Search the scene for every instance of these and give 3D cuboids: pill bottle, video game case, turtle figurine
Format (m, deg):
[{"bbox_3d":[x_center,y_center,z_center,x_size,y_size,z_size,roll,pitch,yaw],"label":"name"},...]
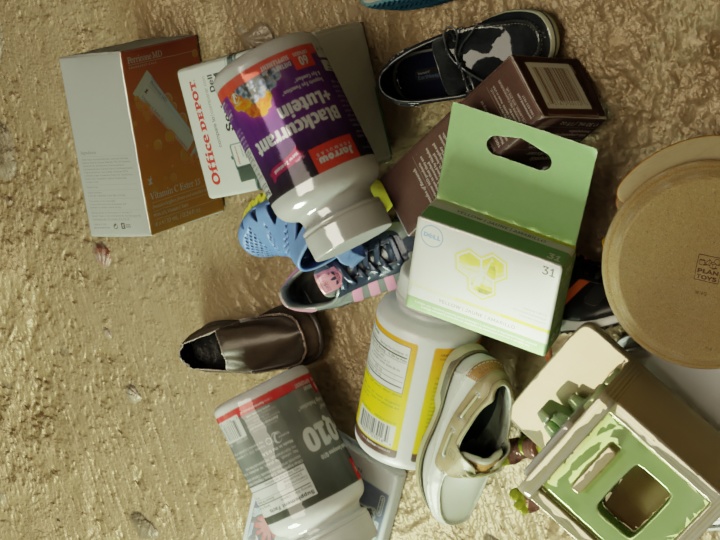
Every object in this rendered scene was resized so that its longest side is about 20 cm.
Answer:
[{"bbox_3d":[0.061,0.092,1.638,0.109,0.109,0.201,26,119,29],"label":"pill bottle"},{"bbox_3d":[-0.045,0.268,1.836,0.182,0.023,0.201,29,121,28],"label":"video game case"},{"bbox_3d":[-0.066,0.214,1.748,0.114,0.114,0.201,-29,86,40],"label":"pill bottle"},{"bbox_3d":[0.200,0.169,1.585,0.161,0.064,0.200,-31,92,47],"label":"turtle figurine"},{"bbox_3d":[-0.050,-0.115,1.546,0.111,0.111,0.201,-30,84,40],"label":"pill bottle"}]

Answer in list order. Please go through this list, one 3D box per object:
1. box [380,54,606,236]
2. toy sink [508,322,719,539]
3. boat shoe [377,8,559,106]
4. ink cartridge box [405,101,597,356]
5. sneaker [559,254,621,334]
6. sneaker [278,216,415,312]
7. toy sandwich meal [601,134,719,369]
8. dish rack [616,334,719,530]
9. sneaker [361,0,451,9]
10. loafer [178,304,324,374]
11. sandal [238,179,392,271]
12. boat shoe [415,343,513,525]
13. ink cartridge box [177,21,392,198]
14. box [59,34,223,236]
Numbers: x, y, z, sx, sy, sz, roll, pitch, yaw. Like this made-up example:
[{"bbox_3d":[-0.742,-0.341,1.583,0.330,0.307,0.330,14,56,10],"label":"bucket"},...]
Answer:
[{"bbox_3d":[0.122,-0.114,1.522,0.200,0.100,0.075,-40,66,40],"label":"box"},{"bbox_3d":[0.224,0.165,1.448,0.200,0.112,0.131,43,116,9],"label":"toy sink"},{"bbox_3d":[0.100,-0.197,1.545,0.199,0.062,0.075,-11,96,38],"label":"boat shoe"},{"bbox_3d":[0.124,-0.035,1.464,0.145,0.048,0.201,20,127,18],"label":"ink cartridge box"},{"bbox_3d":[0.191,0.008,1.533,0.199,0.070,0.090,-7,103,41],"label":"sneaker"},{"bbox_3d":[0.000,0.000,1.673,0.200,0.082,0.070,-28,87,40],"label":"sneaker"},{"bbox_3d":[0.301,-0.014,1.428,0.204,0.070,0.206,2,103,9],"label":"toy sandwich meal"},{"bbox_3d":[0.315,0.151,1.503,0.171,0.043,0.201,-12,96,40],"label":"dish rack"},{"bbox_3d":[0.080,-0.301,1.514,0.199,0.076,0.081,-22,82,34],"label":"sneaker"},{"bbox_3d":[-0.124,0.088,1.806,0.199,0.071,0.073,-14,96,40],"label":"loafer"},{"bbox_3d":[-0.054,-0.039,1.654,0.199,0.079,0.087,-14,56,45],"label":"sandal"},{"bbox_3d":[0.105,0.174,1.596,0.068,0.074,0.201,43,136,49],"label":"boat shoe"},{"bbox_3d":[-0.081,-0.163,1.681,0.199,0.083,0.147,-9,99,40],"label":"ink cartridge box"},{"bbox_3d":[-0.238,-0.148,1.783,0.097,0.124,0.201,1,106,37],"label":"box"}]
